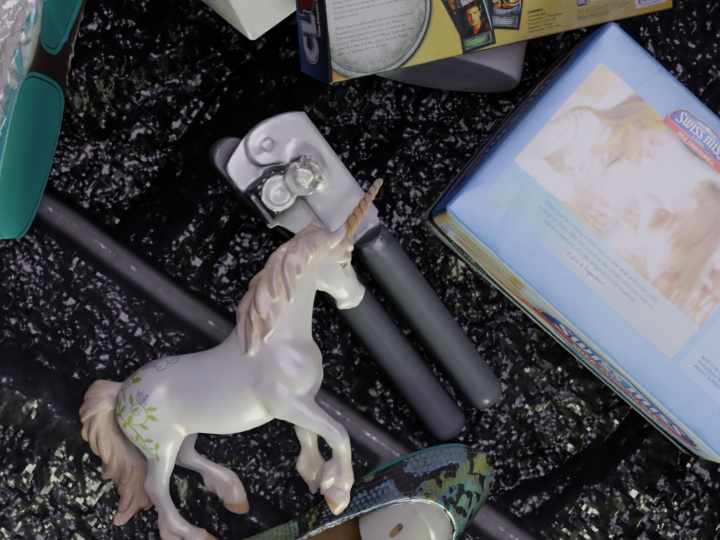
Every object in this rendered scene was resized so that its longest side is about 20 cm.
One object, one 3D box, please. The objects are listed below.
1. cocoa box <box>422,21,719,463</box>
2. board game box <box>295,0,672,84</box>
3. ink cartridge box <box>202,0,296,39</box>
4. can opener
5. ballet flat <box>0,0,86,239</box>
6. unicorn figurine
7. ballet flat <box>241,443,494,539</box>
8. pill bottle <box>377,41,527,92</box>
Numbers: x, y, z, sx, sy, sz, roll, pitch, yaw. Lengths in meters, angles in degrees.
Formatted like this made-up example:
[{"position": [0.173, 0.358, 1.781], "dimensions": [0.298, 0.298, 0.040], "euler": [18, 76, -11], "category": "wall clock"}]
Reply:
[{"position": [0.151, -0.012, 1.326], "dimensions": [0.200, 0.131, 0.133], "euler": [42, 87, -2], "category": "cocoa box"}, {"position": [0.060, -0.178, 1.258], "dimensions": [0.200, 0.035, 0.136], "euler": [-14, 112, -25], "category": "board game box"}, {"position": [-0.069, -0.212, 1.323], "dimensions": [0.116, 0.200, 0.067], "euler": [-36, 131, -9], "category": "ink cartridge box"}, {"position": [0.000, 0.000, 1.352], "dimensions": [0.053, 0.066, 0.200], "euler": [-39, 99, -8], "category": "can opener"}, {"position": [-0.185, -0.112, 1.339], "dimensions": [0.072, 0.072, 0.200], "euler": [15, 80, -6], "category": "ballet flat"}, {"position": [-0.054, 0.060, 1.296], "dimensions": [0.200, 0.074, 0.138], "euler": [-22, 105, 4], "category": "unicorn figurine"}, {"position": [-0.013, 0.157, 1.322], "dimensions": [0.200, 0.074, 0.074], "euler": [-26, 88, -5], "category": "ballet flat"}, {"position": [0.055, -0.202, 1.350], "dimensions": [0.109, 0.110, 0.201], "euler": [10, 83, -7], "category": "pill bottle"}]
